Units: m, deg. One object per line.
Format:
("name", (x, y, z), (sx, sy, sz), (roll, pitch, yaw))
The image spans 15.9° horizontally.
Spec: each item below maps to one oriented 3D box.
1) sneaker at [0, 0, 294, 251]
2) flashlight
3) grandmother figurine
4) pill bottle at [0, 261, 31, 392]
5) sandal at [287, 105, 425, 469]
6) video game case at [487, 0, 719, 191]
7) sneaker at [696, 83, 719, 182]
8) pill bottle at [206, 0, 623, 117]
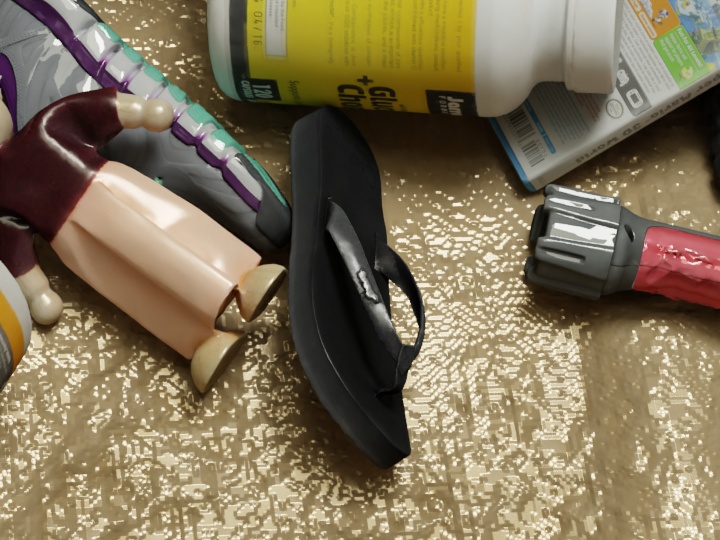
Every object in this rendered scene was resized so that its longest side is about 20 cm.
("sneaker", (-0.122, -0.061, 1.281), (0.200, 0.074, 0.088), (43, 89, 15))
("flashlight", (0.182, 0.006, 1.269), (0.200, 0.068, 0.068), (13, 58, -1))
("grandmother figurine", (-0.132, -0.034, 1.226), (0.200, 0.061, 0.121), (33, 86, 4))
("pill bottle", (-0.239, 0.070, 1.128), (0.116, 0.116, 0.200), (26, 57, 9))
("sandal", (0.000, -0.001, 1.234), (0.043, 0.076, 0.200), (-24, 53, 23))
("video game case", (0.143, -0.147, 1.337), (0.200, 0.018, 0.143), (-31, 60, 9))
("sneaker", (0.210, -0.112, 1.363), (0.079, 0.075, 0.200), (-1, 60, -28))
("pill bottle", (0.030, -0.134, 1.293), (0.200, 0.112, 0.112), (4, 54, 8))
